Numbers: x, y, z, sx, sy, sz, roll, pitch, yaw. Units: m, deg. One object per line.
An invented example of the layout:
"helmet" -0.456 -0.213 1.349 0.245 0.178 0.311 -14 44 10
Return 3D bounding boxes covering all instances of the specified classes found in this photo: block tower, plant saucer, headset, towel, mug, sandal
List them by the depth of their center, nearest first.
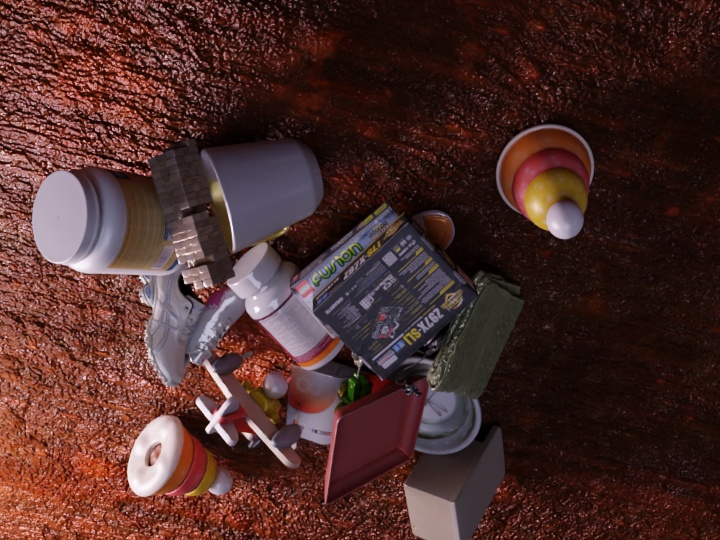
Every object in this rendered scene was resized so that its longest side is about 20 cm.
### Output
"block tower" -0.241 -0.078 1.098 0.053 0.058 0.205 -11 98 31
"mug" -0.142 -0.120 1.129 0.150 0.186 0.153 -19 95 -17
"sandal" 0.055 -0.023 1.213 0.203 0.060 0.080 -22 118 15
"towel" 0.184 0.104 1.222 0.147 0.036 0.204 20 93 -48
"headset" 0.095 0.095 1.228 0.121 0.094 0.205 13 90 -2
"plant saucer" 0.020 0.274 1.292 0.197 0.037 0.203 -18 132 -34
"plant saucer" 0.120 0.226 1.350 0.196 0.050 0.204 11 122 18

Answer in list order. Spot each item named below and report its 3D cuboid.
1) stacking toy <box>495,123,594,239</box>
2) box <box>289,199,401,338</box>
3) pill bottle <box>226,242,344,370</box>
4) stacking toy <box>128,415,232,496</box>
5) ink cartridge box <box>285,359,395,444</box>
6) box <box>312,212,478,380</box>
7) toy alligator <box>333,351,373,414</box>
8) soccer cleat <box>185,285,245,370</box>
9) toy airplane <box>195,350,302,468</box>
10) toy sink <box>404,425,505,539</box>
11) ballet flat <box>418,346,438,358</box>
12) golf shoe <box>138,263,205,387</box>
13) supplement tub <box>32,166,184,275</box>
"stacking toy" 0.267 -0.101 1.070 0.142 0.202 0.149 2 123 3
"box" 0.000 0.000 1.166 0.199 0.035 0.110 -39 108 13
"pill bottle" -0.116 0.057 1.242 0.109 0.110 0.200 -33 115 21
"stacking toy" -0.322 0.374 1.451 0.145 0.148 0.199 -33 132 21
"ink cartridge box" -0.033 0.246 1.364 0.196 0.050 0.165 18 123 13
"box" 0.049 0.040 1.138 0.200 0.050 0.159 -43 110 14
"toy alligator" -0.001 0.208 1.298 0.054 0.059 0.204 -17 130 -39
"soccer cleat" -0.251 0.105 1.288 0.199 0.088 0.069 -37 140 27
"toy airplane" -0.184 0.225 1.306 0.141 0.199 0.200 -43 116 0
"toy sink" 0.172 0.378 1.407 0.110 0.200 0.133 11 129 32
"ballet flat" 0.073 0.103 1.290 0.195 0.057 0.068 13 121 -4
"golf shoe" -0.294 0.082 1.239 0.095 0.078 0.205 -11 84 10
"supplement tub" -0.348 -0.069 1.109 0.142 0.198 0.149 -1 87 32
